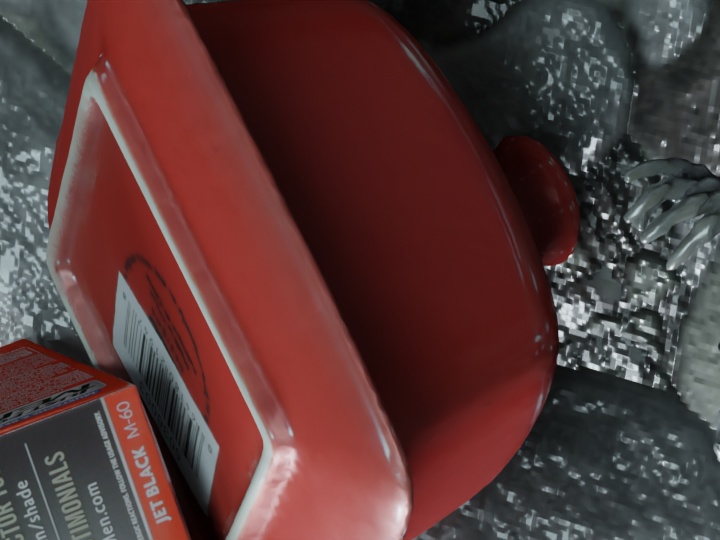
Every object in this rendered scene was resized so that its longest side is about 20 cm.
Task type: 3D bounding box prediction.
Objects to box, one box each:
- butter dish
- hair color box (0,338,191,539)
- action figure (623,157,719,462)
[{"bbox_3d":[0.000,0.000,0.870,0.201,0.147,0.200,62,157,18],"label":"butter dish"},{"bbox_3d":[-0.102,0.089,0.929,0.064,0.200,0.112,-20,98,-13],"label":"hair color box"},{"bbox_3d":[0.132,-0.003,0.810,0.119,0.101,0.201,42,125,55],"label":"action figure"}]
